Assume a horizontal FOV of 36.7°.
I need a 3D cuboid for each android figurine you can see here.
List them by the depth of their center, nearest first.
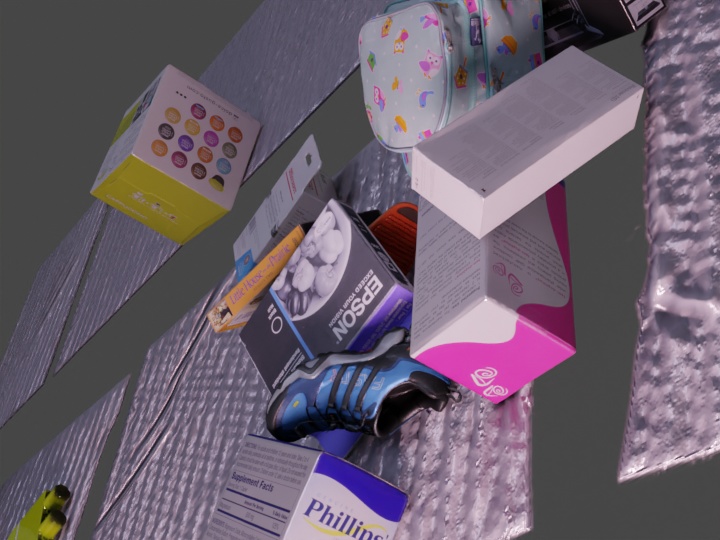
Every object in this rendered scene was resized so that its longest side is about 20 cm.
[{"bbox_3d":[-0.555,0.458,1.835,0.200,0.041,0.183,-51,25,19],"label":"android figurine"}]

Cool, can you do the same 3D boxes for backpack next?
[{"bbox_3d":[0.094,-0.174,1.053,0.175,0.152,0.202,1,108,57],"label":"backpack"}]

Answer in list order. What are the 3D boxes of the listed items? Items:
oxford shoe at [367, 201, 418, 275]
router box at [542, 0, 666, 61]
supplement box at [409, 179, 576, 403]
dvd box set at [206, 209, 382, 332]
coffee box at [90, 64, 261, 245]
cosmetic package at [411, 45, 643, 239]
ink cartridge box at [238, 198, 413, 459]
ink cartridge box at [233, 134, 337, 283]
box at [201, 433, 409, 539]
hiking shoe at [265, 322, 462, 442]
[{"bbox_3d":[0.000,0.000,1.206,0.201,0.071,0.073,-53,19,17],"label":"oxford shoe"},{"bbox_3d":[0.179,-0.286,1.056,0.052,0.158,0.199,-38,14,-26],"label":"router box"},{"bbox_3d":[0.114,-0.005,0.939,0.103,0.101,0.201,-41,30,37],"label":"supplement box"},{"bbox_3d":[-0.075,0.001,1.287,0.200,0.146,0.030,-41,72,38],"label":"dvd box set"},{"bbox_3d":[-0.327,-0.197,1.926,0.199,0.199,0.199,-27,40,51],"label":"coffee box"},{"bbox_3d":[0.140,-0.110,0.908,0.199,0.051,0.082,-34,54,-27],"label":"cosmetic package"},{"bbox_3d":[-0.027,0.063,1.122,0.199,0.043,0.200,-54,49,20],"label":"ink cartridge box"},{"bbox_3d":[-0.089,-0.070,1.466,0.201,0.066,0.116,-53,24,18],"label":"ink cartridge box"},{"bbox_3d":[-0.070,0.267,0.994,0.183,0.104,0.202,-6,58,63],"label":"box"},{"bbox_3d":[-0.006,0.121,1.018,0.199,0.074,0.087,-28,41,18],"label":"hiking shoe"}]
